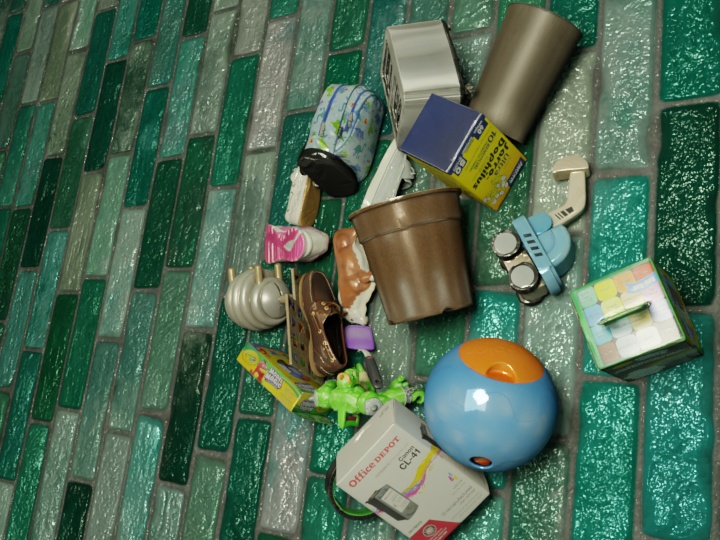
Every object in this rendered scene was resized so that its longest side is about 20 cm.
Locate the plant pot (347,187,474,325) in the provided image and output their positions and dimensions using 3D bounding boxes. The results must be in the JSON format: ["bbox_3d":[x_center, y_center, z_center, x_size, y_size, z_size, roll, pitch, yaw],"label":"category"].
[{"bbox_3d":[0.097,-0.018,1.251,0.200,0.200,0.199,-16,84,29],"label":"plant pot"}]

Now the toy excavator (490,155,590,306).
[{"bbox_3d":[0.311,-0.066,1.202,0.200,0.100,0.195,-27,64,10],"label":"toy excavator"}]

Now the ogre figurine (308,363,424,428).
[{"bbox_3d":[0.002,0.219,1.291,0.200,0.120,0.098,23,109,32],"label":"ogre figurine"}]

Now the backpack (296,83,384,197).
[{"bbox_3d":[-0.033,-0.269,1.454,0.153,0.163,0.201,-7,65,23],"label":"backpack"}]

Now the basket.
[{"bbox_3d":[0.271,-0.331,1.265,0.136,0.180,0.200,25,100,3],"label":"basket"}]

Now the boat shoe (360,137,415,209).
[{"bbox_3d":[0.064,-0.175,1.405,0.071,0.070,0.201,25,70,0],"label":"boat shoe"}]

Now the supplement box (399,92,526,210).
[{"bbox_3d":[0.178,-0.197,1.251,0.109,0.200,0.109,33,96,36],"label":"supplement box"}]

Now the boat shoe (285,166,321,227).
[{"bbox_3d":[-0.114,-0.190,1.524,0.069,0.071,0.201,14,86,35],"label":"boat shoe"}]

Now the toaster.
[{"bbox_3d":[0.112,-0.332,1.329,0.118,0.200,0.181,-8,66,-8],"label":"toaster"}]

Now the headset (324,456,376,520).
[{"bbox_3d":[0.035,0.334,1.236,0.200,0.124,0.094,-41,18,-11],"label":"headset"}]

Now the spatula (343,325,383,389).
[{"bbox_3d":[0.010,0.151,1.300,0.200,0.056,0.021,-116,35,-64],"label":"spatula"}]

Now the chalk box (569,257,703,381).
[{"bbox_3d":[0.383,0.069,1.035,0.124,0.200,0.124,-26,63,25],"label":"chalk box"}]

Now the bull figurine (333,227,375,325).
[{"bbox_3d":[0.000,0.000,1.397,0.121,0.065,0.201,-22,67,22],"label":"bull figurine"}]

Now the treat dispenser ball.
[{"bbox_3d":[0.196,0.202,1.120,0.200,0.201,0.201,-10,70,31],"label":"treat dispenser ball"}]

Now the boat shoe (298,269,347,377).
[{"bbox_3d":[-0.060,0.089,1.335,0.070,0.070,0.201,-31,65,47],"label":"boat shoe"}]

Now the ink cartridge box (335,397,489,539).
[{"bbox_3d":[0.080,0.324,1.165,0.148,0.200,0.086,-49,14,14],"label":"ink cartridge box"}]

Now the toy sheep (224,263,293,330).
[{"bbox_3d":[-0.202,0.055,1.474,0.200,0.138,0.138,-4,73,50],"label":"toy sheep"}]

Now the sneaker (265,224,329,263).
[{"bbox_3d":[-0.131,-0.050,1.493,0.200,0.088,0.082,11,99,57],"label":"sneaker"}]

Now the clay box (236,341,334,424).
[{"bbox_3d":[-0.130,0.213,1.388,0.200,0.115,0.048,34,95,35],"label":"clay box"}]

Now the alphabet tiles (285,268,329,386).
[{"bbox_3d":[-0.099,0.103,1.361,0.008,0.167,0.201,-16,61,16],"label":"alphabet tiles"}]
